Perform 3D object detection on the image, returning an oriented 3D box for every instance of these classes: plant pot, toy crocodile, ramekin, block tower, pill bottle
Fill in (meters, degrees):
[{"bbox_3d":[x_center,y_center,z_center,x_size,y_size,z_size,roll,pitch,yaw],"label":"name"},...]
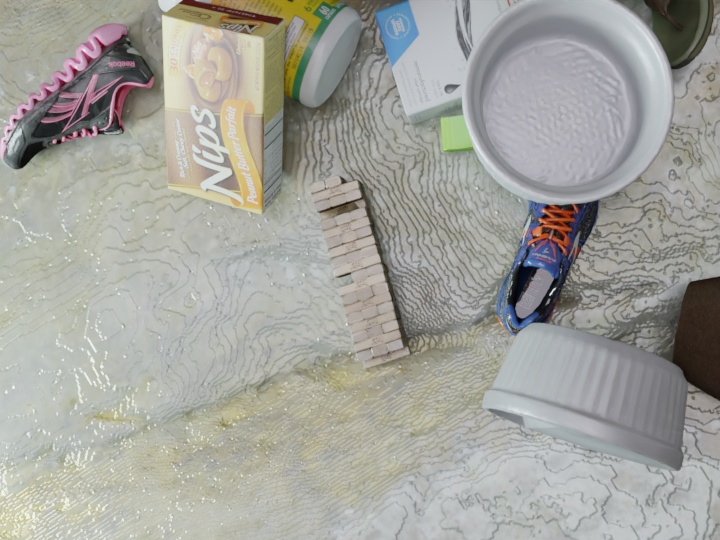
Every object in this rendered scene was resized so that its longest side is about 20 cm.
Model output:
[{"bbox_3d":[0.411,0.076,1.212,0.197,0.187,0.190,10,90,22],"label":"plant pot"},{"bbox_3d":[0.181,-0.147,1.294,0.197,0.062,0.069,1,88,8],"label":"toy crocodile"},{"bbox_3d":[0.194,-0.159,1.204,0.197,0.098,0.204,0,85,1],"label":"ramekin"},{"bbox_3d":[0.000,0.000,1.316,0.053,0.058,0.203,-17,87,7],"label":"block tower"},{"bbox_3d":[-0.108,-0.265,1.310,0.198,0.113,0.114,30,92,8],"label":"pill bottle"},{"bbox_3d":[0.225,0.120,1.215,0.200,0.202,0.095,17,83,8],"label":"ramekin"}]

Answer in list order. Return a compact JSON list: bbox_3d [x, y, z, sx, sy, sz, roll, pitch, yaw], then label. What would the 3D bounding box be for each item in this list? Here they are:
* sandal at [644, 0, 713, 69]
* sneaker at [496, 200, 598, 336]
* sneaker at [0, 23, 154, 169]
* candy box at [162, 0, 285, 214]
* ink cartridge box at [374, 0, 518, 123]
[{"bbox_3d":[0.309,-0.302,1.270,0.057,0.080,0.204,2,79,-28],"label":"sandal"},{"bbox_3d":[0.194,-0.022,1.270,0.074,0.078,0.203,16,98,6],"label":"sneaker"},{"bbox_3d":[-0.306,-0.172,1.360,0.200,0.079,0.095,-44,95,5],"label":"sneaker"},{"bbox_3d":[-0.140,-0.167,1.282,0.114,0.055,0.202,16,127,17],"label":"candy box"},{"bbox_3d":[0.126,-0.242,1.301,0.198,0.068,0.117,-19,87,6],"label":"ink cartridge box"}]
